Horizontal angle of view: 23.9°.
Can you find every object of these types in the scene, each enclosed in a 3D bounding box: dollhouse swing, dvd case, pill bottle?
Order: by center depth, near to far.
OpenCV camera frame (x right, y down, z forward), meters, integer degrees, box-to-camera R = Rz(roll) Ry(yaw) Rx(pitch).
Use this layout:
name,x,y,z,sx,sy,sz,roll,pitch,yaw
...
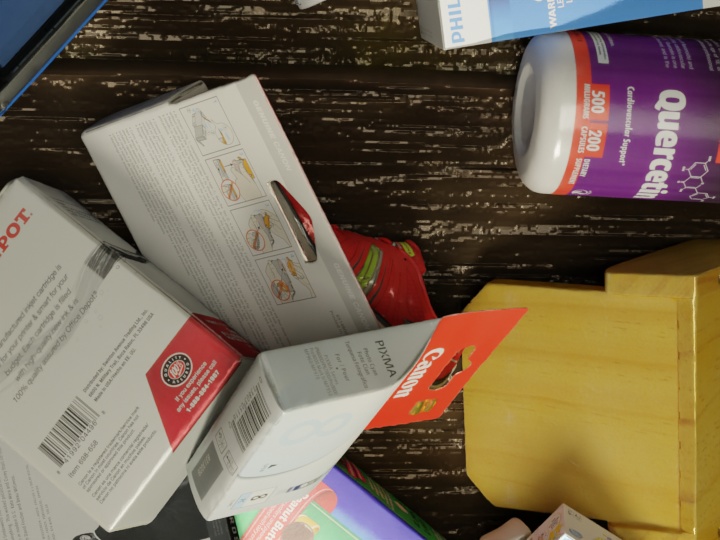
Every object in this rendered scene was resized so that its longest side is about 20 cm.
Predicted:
name,x,y,z,sx,sy,sz,roll,pitch,yaw
pill bottle,0.210,-0.104,1.169,0.200,0.112,0.113,3,102,-7
dvd case,-0.189,0.169,1.178,0.200,0.025,0.151,-16,81,11
dollhouse swing,0.197,0.082,1.249,0.182,0.176,0.200,-16,108,-46

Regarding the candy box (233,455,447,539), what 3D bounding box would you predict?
name,x,y,z,sx,sy,sz,roll,pitch,yaw
candy box,-0.043,0.219,1.227,0.200,0.077,0.169,39,95,-13

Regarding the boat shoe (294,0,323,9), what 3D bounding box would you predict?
name,x,y,z,sx,sy,sz,roll,pitch,yaw
boat shoe,0.035,-0.247,1.144,0.200,0.072,0.068,-23,105,6

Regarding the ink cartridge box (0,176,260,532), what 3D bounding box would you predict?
name,x,y,z,sx,sy,sz,roll,pitch,yaw
ink cartridge box,-0.185,0.054,1.133,0.200,0.084,0.144,38,93,12

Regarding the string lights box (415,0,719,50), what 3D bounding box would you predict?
name,x,y,z,sx,sy,sz,roll,pitch,yaw
string lights box,0.141,-0.196,1.146,0.200,0.103,0.059,-10,103,-4

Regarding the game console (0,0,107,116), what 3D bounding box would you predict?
name,x,y,z,sx,sy,sz,roll,pitch,yaw
game console,-0.241,-0.221,1.093,0.200,0.171,0.118,-47,130,5

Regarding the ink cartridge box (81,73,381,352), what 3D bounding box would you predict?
name,x,y,z,sx,sy,sz,roll,pitch,yaw
ink cartridge box,-0.076,-0.030,1.134,0.176,0.045,0.200,-13,109,41

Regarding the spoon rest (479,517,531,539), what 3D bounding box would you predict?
name,x,y,z,sx,sy,sz,roll,pitch,yaw
spoon rest,0.144,0.259,1.277,0.099,0.061,0.200,-29,117,1

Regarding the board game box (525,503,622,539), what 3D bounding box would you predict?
name,x,y,z,sx,sy,sz,roll,pitch,yaw
board game box,0.182,0.266,1.216,0.200,0.034,0.134,33,118,-15

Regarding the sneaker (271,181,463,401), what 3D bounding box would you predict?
name,x,y,z,sx,sy,sz,roll,pitch,yaw
sneaker,0.000,0.000,1.199,0.085,0.077,0.200,-44,106,-17

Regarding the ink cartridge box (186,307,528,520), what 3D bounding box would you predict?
name,x,y,z,sx,sy,sz,roll,pitch,yaw
ink cartridge box,0.003,0.093,1.104,0.200,0.160,0.047,-8,62,-29
